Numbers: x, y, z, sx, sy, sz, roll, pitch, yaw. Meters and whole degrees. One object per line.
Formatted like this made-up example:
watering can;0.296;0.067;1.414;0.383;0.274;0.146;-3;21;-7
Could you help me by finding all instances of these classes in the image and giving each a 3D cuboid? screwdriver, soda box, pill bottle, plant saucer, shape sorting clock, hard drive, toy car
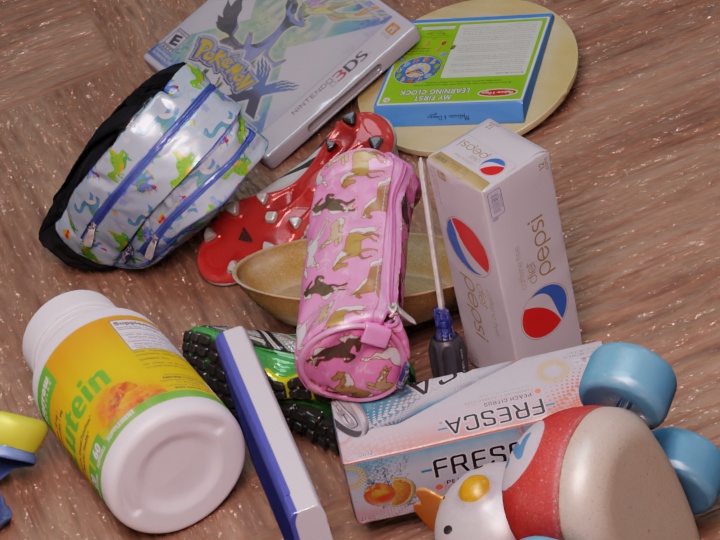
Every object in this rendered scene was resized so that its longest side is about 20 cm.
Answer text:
screwdriver;0.053;0.013;1.633;0.029;0.200;0.028;-25;27;-24
soda box;0.084;0.112;1.563;0.200;0.064;0.068;-12;39;-1
pill bottle;-0.177;0.097;1.667;0.111;0.111;0.200;-27;40;-17
plant saucer;0.001;0.011;1.738;0.200;0.036;0.200;-3;15;1
shape sorting clock;0.095;-0.170;1.975;0.200;0.039;0.200;-11;40;9
hard drive;-0.052;0.147;1.549;0.025;0.132;0.200;-19;38;-6
toy car;0.108;0.162;1.469;0.200;0.177;0.185;-1;50;36
soda box;0.107;-0.007;1.637;0.064;0.200;0.068;-32;41;-22

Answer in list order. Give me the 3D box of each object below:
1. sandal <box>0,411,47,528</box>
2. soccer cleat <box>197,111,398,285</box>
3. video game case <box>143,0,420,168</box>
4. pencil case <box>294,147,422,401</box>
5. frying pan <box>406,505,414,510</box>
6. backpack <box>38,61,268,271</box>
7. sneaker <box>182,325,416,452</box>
sandal;-0.329;0.155;1.676;0.200;0.079;0.087;-7;72;25
soccer cleat;-0.048;-0.053;1.858;0.200;0.085;0.069;-42;69;0
video game case;-0.073;-0.202;2.027;0.182;0.022;0.200;-42;51;-10
pencil case;0.000;0.000;1.599;0.086;0.083;0.200;-6;42;8
frying pan;0.088;0.117;1.625;0.115;0.031;0.190;14;43;27
backpack;-0.163;-0.086;1.832;0.154;0.200;0.163;37;55;10
sneaker;-0.049;0.082;1.691;0.200;0.078;0.085;15;32;28
